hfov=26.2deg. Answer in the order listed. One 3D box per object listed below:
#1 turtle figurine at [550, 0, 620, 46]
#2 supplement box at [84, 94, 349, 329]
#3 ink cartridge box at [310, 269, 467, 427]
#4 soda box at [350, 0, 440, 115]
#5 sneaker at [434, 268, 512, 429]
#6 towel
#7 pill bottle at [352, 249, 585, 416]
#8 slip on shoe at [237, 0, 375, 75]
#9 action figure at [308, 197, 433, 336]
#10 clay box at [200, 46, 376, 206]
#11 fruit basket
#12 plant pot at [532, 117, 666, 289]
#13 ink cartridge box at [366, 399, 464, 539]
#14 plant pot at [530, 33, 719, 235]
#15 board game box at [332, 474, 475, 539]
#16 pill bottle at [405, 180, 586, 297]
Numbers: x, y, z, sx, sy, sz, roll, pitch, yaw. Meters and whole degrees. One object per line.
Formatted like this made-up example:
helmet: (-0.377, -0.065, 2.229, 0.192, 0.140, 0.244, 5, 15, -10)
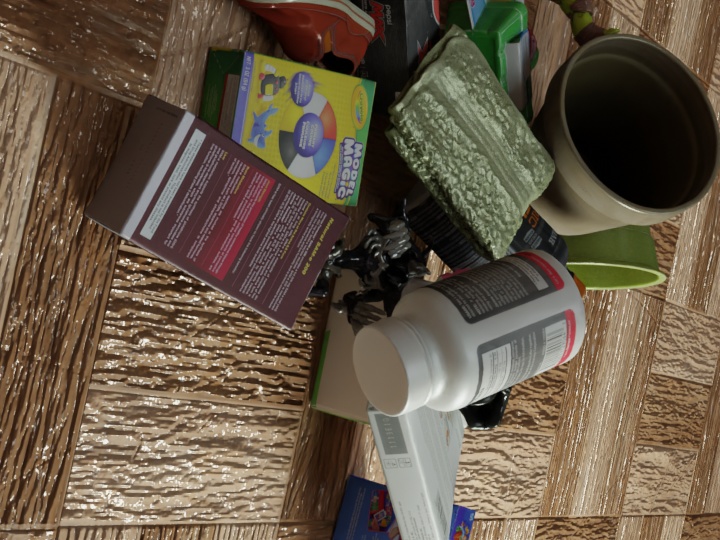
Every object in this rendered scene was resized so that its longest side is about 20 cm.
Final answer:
turtle figurine: (0.213, -0.309, 1.639, 0.064, 0.162, 0.200, -31, 178, -7)
supplement box: (-0.110, -0.043, 1.231, 0.199, 0.061, 0.110, 33, 84, -43)
ink cartridge box: (0.046, 0.081, 1.580, 0.199, 0.083, 0.148, 11, 90, -59)
soda box: (0.033, -0.252, 1.467, 0.071, 0.063, 0.203, -36, 130, -49)
sneaker: (0.114, 0.083, 1.510, 0.201, 0.073, 0.088, 77, 10, -47)
towel: (0.108, -0.120, 1.487, 0.201, 0.036, 0.149, 53, 55, -27)
pill bottle: (0.095, 0.059, 1.376, 0.198, 0.110, 0.112, -19, 118, -32)
slip on shoe: (-0.047, -0.212, 1.341, 0.199, 0.073, 0.062, 13, 92, -65)
action figure: (0.000, 0.000, 1.399, 0.198, 0.102, 0.120, -2, 112, -31)
clay box: (-0.055, -0.121, 1.347, 0.199, 0.047, 0.117, 4, 97, -49)
fruit basket: (0.157, -0.234, 1.657, 0.200, 0.093, 0.188, -41, 131, -54)
plant pot: (0.261, -0.085, 1.821, 0.199, 0.198, 0.193, 19, 71, -60)
ink cartridge box: (0.056, 0.146, 1.501, 0.175, 0.043, 0.202, -77, 158, -51)
plant pot: (0.252, -0.121, 1.640, 0.197, 0.173, 0.203, 10, 65, -22)
board game box: (0.027, 0.325, 1.581, 0.045, 0.133, 0.203, 27, 77, -58)
pill bottle: (0.141, -0.026, 1.591, 0.200, 0.106, 0.107, 45, 53, -9)
